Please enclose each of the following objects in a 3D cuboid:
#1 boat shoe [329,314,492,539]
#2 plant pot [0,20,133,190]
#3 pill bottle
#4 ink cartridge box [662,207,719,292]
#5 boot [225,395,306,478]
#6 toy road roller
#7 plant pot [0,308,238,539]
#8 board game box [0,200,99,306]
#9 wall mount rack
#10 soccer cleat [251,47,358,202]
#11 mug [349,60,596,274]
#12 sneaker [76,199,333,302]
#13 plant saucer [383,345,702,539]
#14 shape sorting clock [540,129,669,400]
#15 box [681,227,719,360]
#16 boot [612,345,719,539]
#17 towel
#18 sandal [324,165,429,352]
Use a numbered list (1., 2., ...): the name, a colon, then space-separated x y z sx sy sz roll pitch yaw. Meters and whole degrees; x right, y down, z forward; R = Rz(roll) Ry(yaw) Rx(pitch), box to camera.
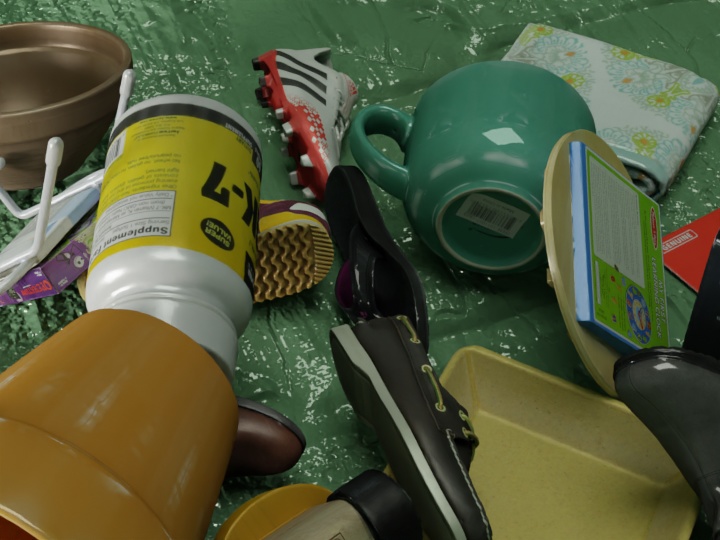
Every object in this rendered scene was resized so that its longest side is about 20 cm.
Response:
1. boat shoe: 0.041 0.100 0.868 0.060 0.072 0.202 -18 45 -14
2. plant pot: -0.285 -0.130 1.121 0.198 0.094 0.201 -2 31 1
3. pill bottle: -0.127 -0.012 0.915 0.113 0.115 0.202 2 53 -2
4. ink cartridge box: 0.364 -0.017 1.094 0.199 0.044 0.174 -25 52 -25
5. boot: -0.136 0.173 0.856 0.186 0.069 0.201 5 45 2
6. toy road roller: -0.014 0.224 0.797 0.122 0.146 0.201 -29 90 -29
7. plant pot: -0.162 0.127 0.767 0.198 0.202 0.184 17 42 14
8. board game box: -0.208 -0.043 1.052 0.119 0.032 0.200 -16 25 48
9. wall mount rack: -0.231 -0.058 0.968 0.173 0.075 0.200 -23 22 29
10. soccer cleat: -0.036 -0.135 1.174 0.084 0.069 0.201 -14 42 -11
11. mug: 0.094 -0.068 1.061 0.183 0.153 0.115 -12 41 23
12. sneaker: -0.121 -0.010 1.049 0.198 0.076 0.090 -8 23 -5
13. plant saucer: 0.117 0.162 0.895 0.198 0.049 0.200 21 47 17
14. shape sorting clock: 0.180 -0.004 0.981 0.039 0.201 0.201 -17 33 35
15. box: 0.304 0.045 0.914 0.147 0.201 0.107 21 47 17
16. boot: 0.229 0.147 0.836 0.199 0.070 0.132 37 49 -15
17. towel: 0.209 -0.149 1.214 0.198 0.048 0.172 22 49 18
18. sandal: 0.000 0.000 1.027 0.047 0.076 0.201 -4 44 -24
